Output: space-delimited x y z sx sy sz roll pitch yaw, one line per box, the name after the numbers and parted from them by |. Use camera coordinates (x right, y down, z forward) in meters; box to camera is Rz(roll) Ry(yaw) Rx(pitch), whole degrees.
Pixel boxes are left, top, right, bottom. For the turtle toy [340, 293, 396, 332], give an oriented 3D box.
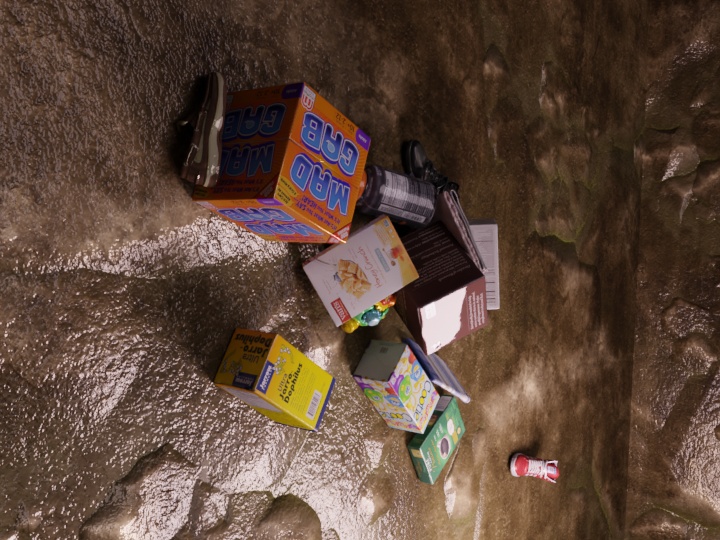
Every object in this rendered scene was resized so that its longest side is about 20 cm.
0.011 0.032 1.630 0.146 0.100 0.203 -45 127 -42 | turtle toy

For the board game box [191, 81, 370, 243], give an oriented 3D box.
-0.133 -0.178 1.336 0.199 0.197 0.204 30 69 -49 | board game box

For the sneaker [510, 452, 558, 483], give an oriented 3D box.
0.545 0.612 2.386 0.199 0.111 0.073 21 75 -52 | sneaker

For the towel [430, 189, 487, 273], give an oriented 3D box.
0.209 -0.075 1.714 0.032 0.191 0.203 -23 90 -10 | towel

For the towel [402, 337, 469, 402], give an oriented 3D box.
0.185 0.244 1.869 0.024 0.148 0.199 -43 141 10 | towel

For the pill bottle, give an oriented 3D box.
0.057 -0.162 1.645 0.197 0.106 0.108 14 80 -28 | pill bottle

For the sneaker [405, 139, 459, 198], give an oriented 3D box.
0.175 -0.221 1.829 0.076 0.113 0.202 -44 124 -44 | sneaker

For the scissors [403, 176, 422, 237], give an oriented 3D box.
0.132 -0.116 1.790 0.073 0.014 0.203 37 63 -47 | scissors

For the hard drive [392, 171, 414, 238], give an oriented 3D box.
0.110 -0.113 1.804 0.135 0.042 0.202 -51 131 -38 | hard drive

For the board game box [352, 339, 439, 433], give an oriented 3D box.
0.084 0.263 1.742 0.104 0.103 0.201 -60 135 -31 | board game box

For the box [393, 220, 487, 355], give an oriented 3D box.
0.157 0.036 1.680 0.162 0.201 0.168 -25 138 -11 | box

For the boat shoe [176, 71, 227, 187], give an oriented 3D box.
-0.263 -0.240 1.264 0.073 0.075 0.206 7 67 -18 | boat shoe

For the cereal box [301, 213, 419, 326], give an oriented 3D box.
0.000 0.000 1.542 0.198 0.040 0.145 -31 105 -2 | cereal box

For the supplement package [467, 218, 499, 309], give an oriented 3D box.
0.260 -0.017 1.885 0.152 0.147 0.204 -50 137 -79 | supplement package

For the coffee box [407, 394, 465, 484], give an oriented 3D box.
0.195 0.425 1.955 0.200 0.043 0.125 -48 128 -41 | coffee box

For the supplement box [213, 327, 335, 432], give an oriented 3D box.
-0.153 0.202 1.412 0.200 0.107 0.111 45 58 -45 | supplement box
